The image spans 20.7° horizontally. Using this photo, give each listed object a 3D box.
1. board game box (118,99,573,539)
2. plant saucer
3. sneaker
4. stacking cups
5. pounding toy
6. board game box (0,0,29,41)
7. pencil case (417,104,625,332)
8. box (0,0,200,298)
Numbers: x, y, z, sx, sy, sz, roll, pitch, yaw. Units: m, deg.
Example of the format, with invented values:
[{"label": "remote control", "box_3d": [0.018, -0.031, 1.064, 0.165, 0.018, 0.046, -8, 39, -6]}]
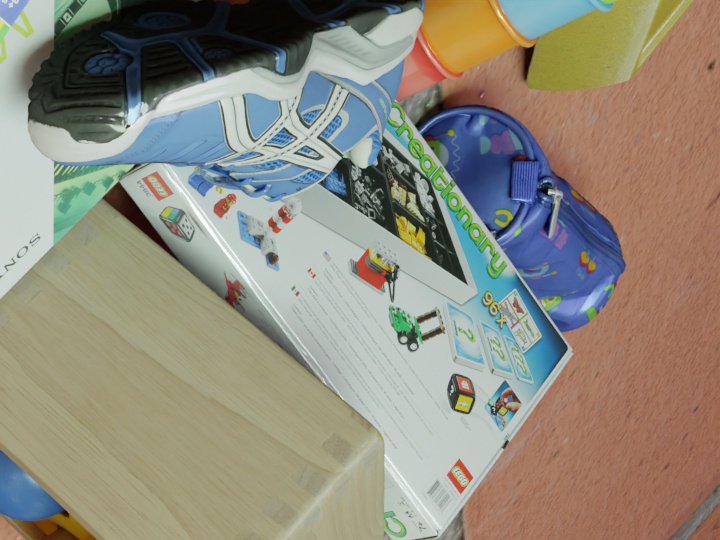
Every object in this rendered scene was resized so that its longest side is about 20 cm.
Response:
[{"label": "board game box", "box_3d": [0.000, 0.000, 0.847, 0.034, 0.201, 0.126, -20, -158, 48]}, {"label": "plant saucer", "box_3d": [0.169, -0.184, 1.006, 0.200, 0.048, 0.200, -51, 172, -10]}, {"label": "sneaker", "box_3d": [-0.043, -0.060, 0.743, 0.199, 0.075, 0.078, -19, 123, -48]}, {"label": "stacking cups", "box_3d": [0.085, -0.130, 0.880, 0.199, 0.061, 0.060, -26, 165, 27]}, {"label": "pounding toy", "box_3d": [-0.083, 0.115, 0.823, 0.142, 0.184, 0.200, -45, 161, -19]}, {"label": "board game box", "box_3d": [-0.127, -0.151, 0.589, 0.201, 0.029, 0.134, -57, 136, -7]}, {"label": "pencil case", "box_3d": [0.088, -0.025, 1.076, 0.200, 0.086, 0.079, 37, 66, -64]}, {"label": "box", "box_3d": [-0.126, -0.091, 0.704, 0.144, 0.036, 0.200, -47, 153, -16]}]
